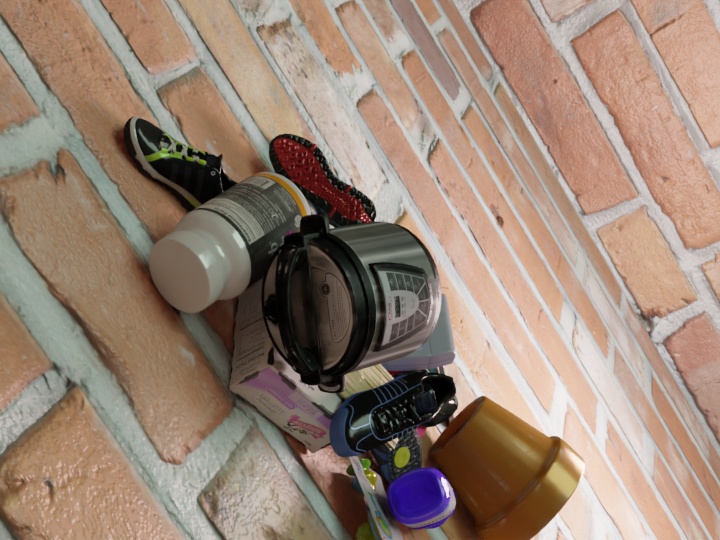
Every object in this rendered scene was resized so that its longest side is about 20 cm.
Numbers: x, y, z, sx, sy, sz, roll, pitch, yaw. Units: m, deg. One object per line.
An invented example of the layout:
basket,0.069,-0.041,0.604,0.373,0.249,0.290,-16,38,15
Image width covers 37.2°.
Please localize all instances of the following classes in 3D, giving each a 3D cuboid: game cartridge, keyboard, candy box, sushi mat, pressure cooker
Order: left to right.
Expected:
candy box,-0.085,0.106,1.388,0.168,0.071,0.201,44,29,-35
pressure cooker,-0.022,0.038,1.274,0.199,0.179,0.176,-10,53,-46
sushi mat,-0.004,0.138,1.395,0.200,0.012,0.096,50,37,-26
game cartridge,0.038,0.084,1.556,0.197,0.042,0.134,4,42,-10
keyboard,0.139,0.185,1.740,0.201,0.011,0.057,75,10,-46

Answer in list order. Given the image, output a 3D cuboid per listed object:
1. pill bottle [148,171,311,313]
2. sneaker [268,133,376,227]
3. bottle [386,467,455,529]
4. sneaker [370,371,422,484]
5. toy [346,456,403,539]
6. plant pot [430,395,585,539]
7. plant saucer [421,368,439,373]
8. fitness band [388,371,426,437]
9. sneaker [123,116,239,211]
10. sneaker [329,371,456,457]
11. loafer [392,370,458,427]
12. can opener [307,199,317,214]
pill bottle,-0.156,-0.034,1.298,0.200,0.116,0.117,-39,100,-48
sneaker,-0.069,-0.121,1.633,0.200,0.079,0.095,45,-16,-5
bottle,0.088,0.315,1.458,0.200,0.083,0.066,63,6,-70
sneaker,0.029,0.222,1.508,0.066,0.078,0.202,-33,115,-33
toy,0.021,0.338,1.375,0.115,0.047,0.201,50,16,-51
plant pot,0.216,0.303,1.670,0.183,0.200,0.200,44,24,0
plant saucer,0.056,0.094,1.694,0.201,0.027,0.200,51,9,-11
fitness band,0.035,0.173,1.608,0.200,0.037,0.144,48,27,-26
sneaker,-0.215,-0.139,1.377,0.200,0.082,0.072,43,28,-36
sneaker,0.044,0.176,1.358,0.199,0.077,0.071,-28,101,-48
loafer,0.103,0.188,1.601,0.199,0.072,0.074,14,52,-58
can opener,-0.057,-0.039,1.603,0.200,0.067,0.053,42,10,-39
